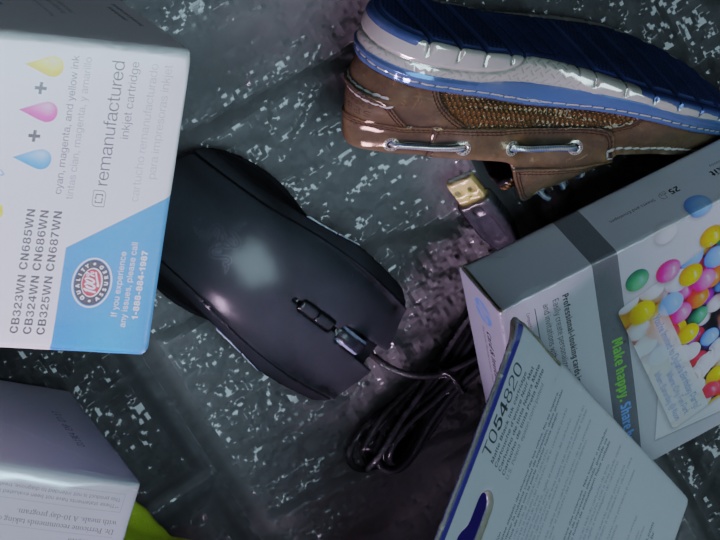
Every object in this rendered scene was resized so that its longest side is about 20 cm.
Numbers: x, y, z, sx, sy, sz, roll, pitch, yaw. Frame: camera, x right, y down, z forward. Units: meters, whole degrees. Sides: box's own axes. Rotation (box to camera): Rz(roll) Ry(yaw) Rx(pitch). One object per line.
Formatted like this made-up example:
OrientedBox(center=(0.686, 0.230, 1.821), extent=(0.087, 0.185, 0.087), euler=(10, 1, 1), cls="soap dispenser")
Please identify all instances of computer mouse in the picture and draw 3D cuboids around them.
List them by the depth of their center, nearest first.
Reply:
OrientedBox(center=(0.000, 0.000, 1.006), extent=(0.140, 0.046, 0.200), euler=(-46, 118, -1), cls="computer mouse")

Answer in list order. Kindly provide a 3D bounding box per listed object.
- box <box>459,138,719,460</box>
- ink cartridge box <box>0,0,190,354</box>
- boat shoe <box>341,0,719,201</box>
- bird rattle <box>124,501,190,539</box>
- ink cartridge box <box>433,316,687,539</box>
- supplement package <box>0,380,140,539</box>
OrientedBox(center=(0.151, 0.018, 1.050), extent=(0.200, 0.041, 0.156), euler=(-27, 137, -14), cls="box")
OrientedBox(center=(-0.187, -0.048, 0.869), extent=(0.200, 0.125, 0.129), euler=(3, 106, -24), cls="ink cartridge box")
OrientedBox(center=(0.078, -0.074, 1.008), extent=(0.200, 0.072, 0.072), euler=(10, 119, -27), cls="boat shoe")
OrientedBox(center=(-0.064, 0.197, 1.027), extent=(0.200, 0.113, 0.163), euler=(26, 118, -24), cls="bird rattle")
OrientedBox(center=(0.064, 0.147, 0.971), extent=(0.200, 0.041, 0.200), euler=(46, 60, -49), cls="ink cartridge box")
OrientedBox(center=(-0.186, 0.154, 0.943), extent=(0.110, 0.114, 0.200), euler=(12, 102, -27), cls="supplement package")
